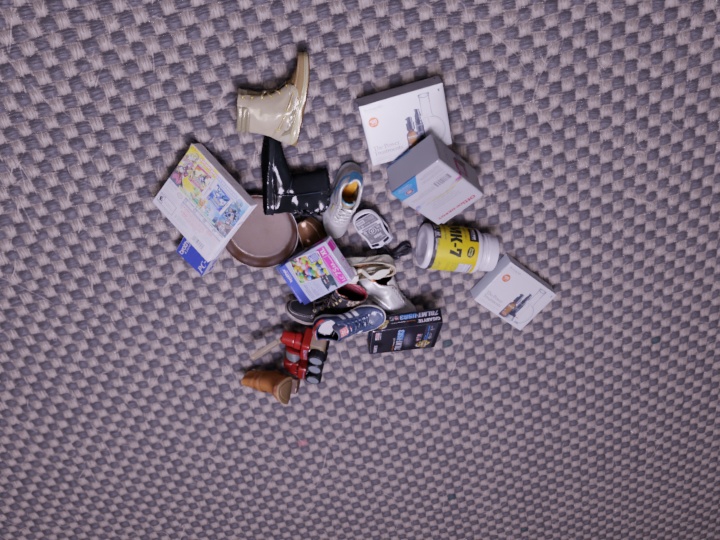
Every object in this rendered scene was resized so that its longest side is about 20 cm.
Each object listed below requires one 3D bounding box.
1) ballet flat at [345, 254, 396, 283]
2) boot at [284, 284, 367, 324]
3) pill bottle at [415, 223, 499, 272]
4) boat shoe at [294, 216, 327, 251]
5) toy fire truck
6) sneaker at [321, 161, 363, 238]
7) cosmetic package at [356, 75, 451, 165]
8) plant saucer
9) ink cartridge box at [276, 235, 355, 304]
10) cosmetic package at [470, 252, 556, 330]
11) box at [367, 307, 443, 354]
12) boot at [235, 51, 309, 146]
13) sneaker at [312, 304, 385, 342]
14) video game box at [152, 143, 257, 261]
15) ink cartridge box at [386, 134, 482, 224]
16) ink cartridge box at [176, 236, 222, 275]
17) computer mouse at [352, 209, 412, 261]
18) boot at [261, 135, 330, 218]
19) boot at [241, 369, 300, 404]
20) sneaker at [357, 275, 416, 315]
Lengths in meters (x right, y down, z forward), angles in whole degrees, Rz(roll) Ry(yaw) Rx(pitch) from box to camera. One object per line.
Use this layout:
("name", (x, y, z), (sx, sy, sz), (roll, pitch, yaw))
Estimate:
("ballet flat", (0.000, 0.000, 1.734), (0.195, 0.063, 0.069), (-12, 130, -15))
("boot", (-0.088, 0.086, 1.811), (0.196, 0.075, 0.151), (15, 142, -23))
("pill bottle", (0.250, -0.055, 1.768), (0.195, 0.115, 0.116), (5, 124, -13))
("boat shoe", (-0.106, -0.046, 1.742), (0.074, 0.075, 0.202), (-23, 125, 8))
("toy fire truck", (-0.193, 0.231, 1.882), (0.195, 0.131, 0.178), (15, 145, 1))
("sneaker", (-0.045, -0.159, 1.670), (0.075, 0.082, 0.203), (7, 125, -16))
("cosmetic package", (0.102, -0.343, 1.575), (0.195, 0.052, 0.153), (-15, 123, 2))
("plant saucer", (-0.251, -0.099, 1.697), (0.195, 0.032, 0.204), (0, 120, 0))
("ink cartridge box", (-0.120, 0.008, 1.705), (0.198, 0.042, 0.120), (-26, 106, 35))
("cosmetic package", (0.429, 0.063, 1.918), (0.198, 0.052, 0.151), (30, 112, -26))
("box", (0.119, 0.172, 1.893), (0.193, 0.051, 0.201), (-8, 155, -6))
("boot", (-0.193, -0.387, 1.494), (0.151, 0.073, 0.204), (11, 115, -7))
("sneaker", (-0.030, 0.144, 1.751), (0.195, 0.085, 0.077), (-14, 107, 9))
("video game box", (-0.363, -0.158, 1.584), (0.200, 0.047, 0.182), (46, 115, 4))
("ink cartridge box", (0.178, -0.210, 1.622), (0.143, 0.086, 0.198), (-32, 141, 28))
("ink cartridge box", (-0.364, -0.095, 1.658), (0.094, 0.044, 0.201), (40, 118, 6))
("computer mouse", (0.046, -0.094, 1.755), (0.108, 0.044, 0.201), (-25, 130, 14))
("boot", (-0.150, -0.220, 1.614), (0.159, 0.073, 0.204), (-5, 106, -21))
("boot", (-0.261, 0.318, 1.899), (0.151, 0.200, 0.076), (10, 85, 8))
("sneaker", (0.088, 0.062, 1.848), (0.198, 0.074, 0.085), (30, 118, -25))
